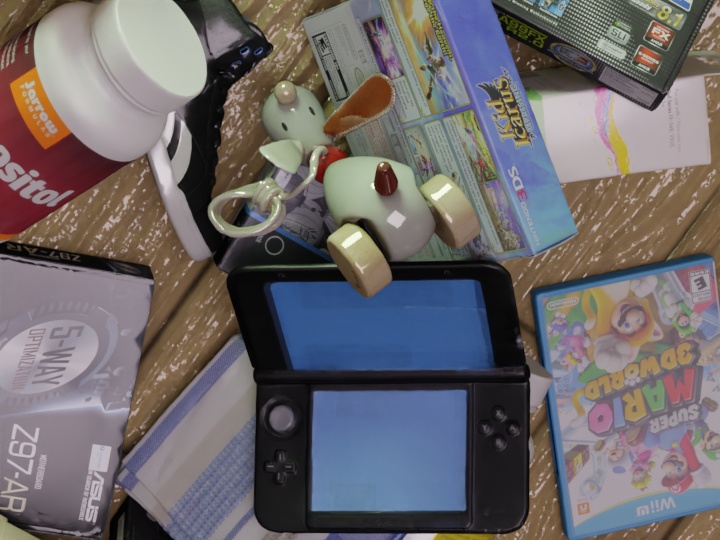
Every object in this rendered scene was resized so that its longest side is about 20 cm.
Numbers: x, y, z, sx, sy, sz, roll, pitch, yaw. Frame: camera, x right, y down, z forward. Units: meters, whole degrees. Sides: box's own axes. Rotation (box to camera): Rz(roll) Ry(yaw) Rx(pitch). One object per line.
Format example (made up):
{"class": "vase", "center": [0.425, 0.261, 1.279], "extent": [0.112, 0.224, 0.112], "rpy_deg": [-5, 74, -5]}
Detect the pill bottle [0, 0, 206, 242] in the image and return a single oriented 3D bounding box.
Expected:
{"class": "pill bottle", "center": [-0.203, -0.107, 1.542], "extent": [0.199, 0.113, 0.113], "rpy_deg": [-30, 111, 30]}

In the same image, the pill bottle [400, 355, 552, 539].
{"class": "pill bottle", "center": [0.061, 0.148, 1.701], "extent": [0.111, 0.111, 0.201], "rpy_deg": [25, 99, -16]}

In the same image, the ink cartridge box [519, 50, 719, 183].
{"class": "ink cartridge box", "center": [0.176, -0.109, 1.653], "extent": [0.198, 0.117, 0.068], "rpy_deg": [-8, 104, -8]}

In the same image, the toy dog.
{"class": "toy dog", "center": [-0.012, -0.072, 1.547], "extent": [0.132, 0.199, 0.097], "rpy_deg": [-49, 146, -26]}

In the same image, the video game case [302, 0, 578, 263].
{"class": "video game case", "center": [0.052, -0.101, 1.580], "extent": [0.045, 0.181, 0.201], "rpy_deg": [-24, 97, -27]}

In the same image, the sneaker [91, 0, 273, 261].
{"class": "sneaker", "center": [-0.104, -0.114, 1.620], "extent": [0.111, 0.073, 0.201], "rpy_deg": [-20, 106, -4]}

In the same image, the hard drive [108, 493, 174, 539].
{"class": "hard drive", "center": [-0.094, 0.254, 1.683], "extent": [0.199, 0.140, 0.038], "rpy_deg": [29, 111, -17]}

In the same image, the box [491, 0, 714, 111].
{"class": "box", "center": [0.153, -0.227, 1.589], "extent": [0.199, 0.044, 0.161], "rpy_deg": [29, 77, 2]}

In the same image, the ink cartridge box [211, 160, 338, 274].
{"class": "ink cartridge box", "center": [0.000, 0.000, 1.689], "extent": [0.199, 0.039, 0.100], "rpy_deg": [29, 97, -17]}

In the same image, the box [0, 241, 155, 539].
{"class": "box", "center": [-0.244, 0.083, 1.660], "extent": [0.159, 0.044, 0.202], "rpy_deg": [11, 102, -13]}

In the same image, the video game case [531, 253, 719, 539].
{"class": "video game case", "center": [0.212, 0.097, 1.766], "extent": [0.142, 0.018, 0.202], "rpy_deg": [-12, 106, -9]}

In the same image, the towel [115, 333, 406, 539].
{"class": "towel", "center": [-0.068, 0.161, 1.674], "extent": [0.200, 0.024, 0.147], "rpy_deg": [42, 95, 15]}

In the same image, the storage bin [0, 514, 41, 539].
{"class": "storage bin", "center": [-0.231, 0.310, 1.676], "extent": [0.199, 0.094, 0.199], "rpy_deg": [29, 114, -17]}

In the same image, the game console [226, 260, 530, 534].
{"class": "game console", "center": [0.012, 0.090, 1.594], "extent": [0.198, 0.116, 0.178], "rpy_deg": [-1, 81, 13]}
